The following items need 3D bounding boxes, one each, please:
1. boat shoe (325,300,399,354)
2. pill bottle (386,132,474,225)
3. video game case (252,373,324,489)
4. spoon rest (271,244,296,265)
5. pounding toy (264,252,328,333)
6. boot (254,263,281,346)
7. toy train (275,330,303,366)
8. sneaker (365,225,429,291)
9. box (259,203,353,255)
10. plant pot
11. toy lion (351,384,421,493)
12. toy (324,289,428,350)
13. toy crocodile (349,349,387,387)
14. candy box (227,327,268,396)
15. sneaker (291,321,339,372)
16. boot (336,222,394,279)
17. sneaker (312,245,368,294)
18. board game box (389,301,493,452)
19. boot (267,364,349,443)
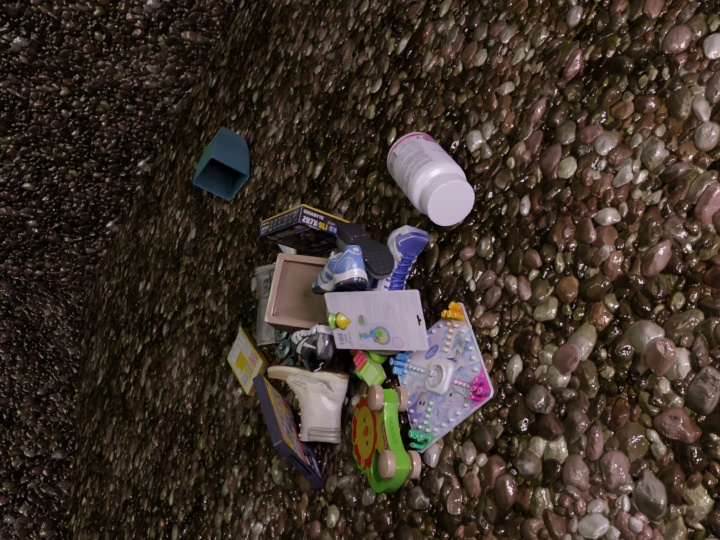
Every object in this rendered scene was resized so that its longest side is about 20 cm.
[{"bbox_3d":[0.004,0.104,1.395,0.199,0.067,0.074,21,59,34],"label":"boat shoe"},{"bbox_3d":[0.135,-0.177,1.359,0.114,0.113,0.200,-57,35,21],"label":"pill bottle"},{"bbox_3d":[-0.153,0.336,1.479,0.025,0.181,0.200,-32,39,1],"label":"video game case"},{"bbox_3d":[-0.198,-0.069,1.883,0.099,0.060,0.201,-37,32,41],"label":"spoon rest"},{"bbox_3d":[-0.124,0.048,1.578,0.199,0.142,0.185,7,75,14],"label":"pounding toy"},{"bbox_3d":[-0.187,0.081,1.751,0.181,0.072,0.201,-15,68,25],"label":"boot"},{"bbox_3d":[-0.132,0.171,1.621,0.114,0.085,0.201,-40,42,26],"label":"toy train"},{"bbox_3d":[0.072,0.009,1.404,0.199,0.080,0.116,-45,46,41],"label":"sneaker"},{"bbox_3d":[-0.124,-0.093,1.670,0.200,0.159,0.050,-14,61,55],"label":"box"},{"bbox_3d":[-0.455,-0.372,2.358,0.141,0.141,0.201,-41,35,39],"label":"plant pot"},{"bbox_3d":[0.032,0.313,1.289,0.192,0.068,0.201,118,150,-46],"label":"toy lion"},{"bbox_3d":[0.034,0.088,1.316,0.199,0.047,0.116,-4,107,28],"label":"toy"},{"bbox_3d":[0.004,0.159,1.430,0.068,0.062,0.201,-52,37,28],"label":"toy crocodile"},{"bbox_3d":[-0.306,0.243,1.896,0.103,0.026,0.200,-62,33,9],"label":"candy box"},{"bbox_3d":[-0.104,0.169,1.463,0.200,0.066,0.091,-29,46,60],"label":"sneaker"},{"bbox_3d":[0.000,0.000,1.405,0.200,0.067,0.131,49,135,50],"label":"boot"},{"bbox_3d":[-0.037,0.006,1.353,0.200,0.075,0.078,-23,66,62],"label":"sneaker"},{"bbox_3d":[0.134,0.187,1.250,0.200,0.026,0.201,-47,38,32],"label":"board game box"},{"bbox_3d":[-0.120,0.281,1.493,0.199,0.072,0.156,3,86,30],"label":"boot"}]
